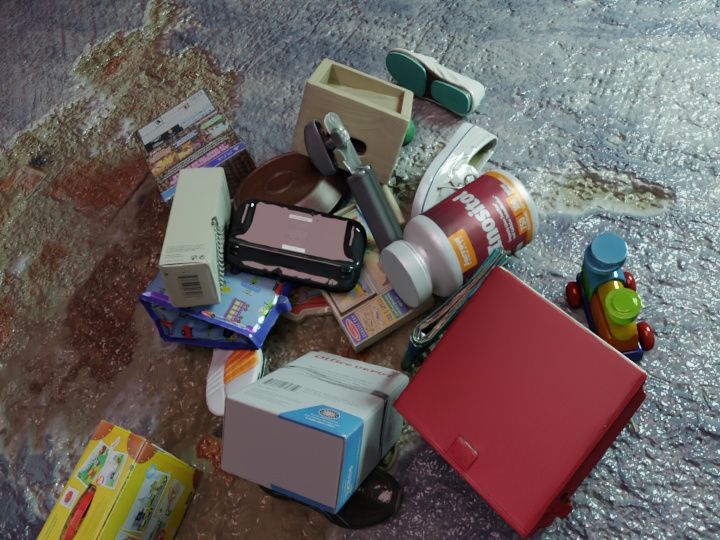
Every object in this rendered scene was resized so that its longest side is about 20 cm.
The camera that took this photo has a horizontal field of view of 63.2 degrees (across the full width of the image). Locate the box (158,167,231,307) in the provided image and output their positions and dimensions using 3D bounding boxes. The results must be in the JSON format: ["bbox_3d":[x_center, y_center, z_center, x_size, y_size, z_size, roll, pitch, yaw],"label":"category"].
[{"bbox_3d":[-0.224,-0.051,0.811,0.066,0.084,0.204,-4,47,-3],"label":"box"}]

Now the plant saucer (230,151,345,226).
[{"bbox_3d":[-0.119,-0.126,0.907,0.194,0.035,0.204,-13,42,12],"label":"plant saucer"}]

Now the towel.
[{"bbox_3d":[0.103,0.053,0.697,0.146,0.201,0.022,-43,79,-12],"label":"towel"}]

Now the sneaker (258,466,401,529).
[{"bbox_3d":[-0.049,0.253,0.694,0.194,0.080,0.077,4,61,18],"label":"sneaker"}]

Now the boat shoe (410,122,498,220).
[{"bbox_3d":[0.152,-0.134,0.872,0.084,0.076,0.203,23,59,25],"label":"boat shoe"}]

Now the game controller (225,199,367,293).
[{"bbox_3d":[-0.090,-0.037,0.816,0.194,0.042,0.107,12,70,6],"label":"game controller"}]

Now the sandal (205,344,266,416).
[{"bbox_3d":[-0.167,0.128,0.822,0.077,0.060,0.209,-23,35,6],"label":"sandal"}]

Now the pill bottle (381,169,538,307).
[{"bbox_3d":[0.129,-0.039,0.775,0.197,0.114,0.113,-32,55,-15],"label":"pill bottle"}]

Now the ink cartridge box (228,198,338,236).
[{"bbox_3d":[-0.135,-0.101,0.944,0.194,0.040,0.101,-20,40,4],"label":"ink cartridge box"}]

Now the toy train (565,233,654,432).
[{"bbox_3d":[0.300,0.067,0.673,0.082,0.117,0.205,-10,57,11],"label":"toy train"}]

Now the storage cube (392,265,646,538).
[{"bbox_3d":[0.170,0.134,0.613,0.199,0.170,0.181,40,94,31],"label":"storage cube"}]

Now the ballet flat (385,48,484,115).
[{"bbox_3d":[0.130,-0.327,1.002,0.198,0.070,0.070,38,75,27],"label":"ballet flat"}]

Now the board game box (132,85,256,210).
[{"bbox_3d":[-0.282,-0.195,1.022,0.157,0.098,0.202,-33,56,-4],"label":"board game box"}]

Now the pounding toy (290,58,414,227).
[{"bbox_3d":[0.004,-0.197,0.886,0.194,0.145,0.186,19,31,-4],"label":"pounding toy"}]

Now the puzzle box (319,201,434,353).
[{"bbox_3d":[0.000,0.000,0.838,0.131,0.026,0.202,-29,63,-10],"label":"puzzle box"}]

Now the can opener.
[{"bbox_3d":[-0.011,-0.117,0.804,0.065,0.204,0.053,-20,15,24],"label":"can opener"}]

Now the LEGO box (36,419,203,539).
[{"bbox_3d":[-0.291,0.307,0.693,0.075,0.150,0.204,12,63,22],"label":"LEGO box"}]

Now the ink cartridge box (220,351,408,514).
[{"bbox_3d":[-0.043,0.169,0.667,0.141,0.199,0.087,10,101,22],"label":"ink cartridge box"}]

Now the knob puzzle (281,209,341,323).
[{"bbox_3d":[-0.089,-0.017,0.897,0.212,0.031,0.226,-8,58,13],"label":"knob puzzle"}]

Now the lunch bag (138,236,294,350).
[{"bbox_3d":[-0.185,0.029,0.837,0.194,0.096,0.152,7,47,23],"label":"lunch bag"}]
